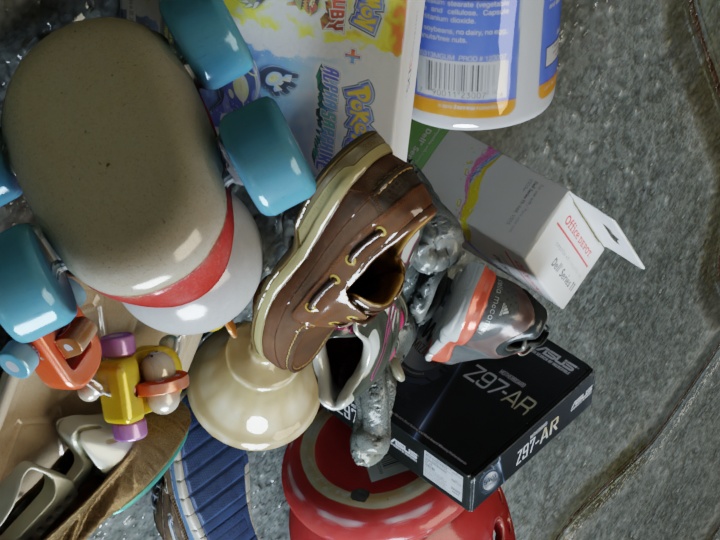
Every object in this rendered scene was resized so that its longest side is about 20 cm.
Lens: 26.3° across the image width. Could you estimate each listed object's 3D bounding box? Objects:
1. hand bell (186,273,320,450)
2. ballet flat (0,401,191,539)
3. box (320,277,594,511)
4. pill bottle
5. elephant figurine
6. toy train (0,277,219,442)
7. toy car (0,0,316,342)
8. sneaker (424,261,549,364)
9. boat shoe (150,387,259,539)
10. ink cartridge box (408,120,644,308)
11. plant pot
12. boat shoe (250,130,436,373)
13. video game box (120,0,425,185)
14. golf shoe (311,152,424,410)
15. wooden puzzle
[{"bbox_3d":[-0.064,0.045,1.080,0.104,0.104,0.200,-42,168,-25],"label":"hand bell"},{"bbox_3d":[-0.195,0.142,1.013,0.200,0.068,0.072,-44,131,-20],"label":"ballet flat"},{"bbox_3d":[0.069,0.090,1.280,0.160,0.200,0.044,-35,143,-31],"label":"box"},{"bbox_3d":[0.070,-0.198,0.943,0.112,0.112,0.201,-29,131,-39],"label":"pill bottle"},{"bbox_3d":[0.008,0.018,1.193,0.155,0.141,0.201,-35,142,-28],"label":"elephant figurine"},{"bbox_3d":[-0.139,0.022,0.985,0.200,0.055,0.151,-56,134,-41],"label":"toy train"},{"bbox_3d":[-0.119,-0.035,0.914,0.184,0.177,0.200,-28,153,0],"label":"toy car"},{"bbox_3d":[0.101,0.046,1.186,0.200,0.082,0.077,102,9,-86],"label":"sneaker"},{"bbox_3d":[-0.128,0.185,1.200,0.072,0.072,0.201,-27,111,-44],"label":"boat shoe"},{"bbox_3d":[0.121,-0.041,1.239,0.067,0.200,0.117,-55,148,-5],"label":"ink cartridge box"},{"bbox_3d":[0.028,0.209,1.338,0.200,0.200,0.183,-41,137,-25],"label":"plant pot"},{"bbox_3d":[-0.012,0.005,0.933,0.072,0.068,0.200,-39,164,-41],"label":"boat shoe"},{"bbox_3d":[-0.055,-0.140,0.925,0.047,0.181,0.201,-65,164,-52],"label":"video game box"},{"bbox_3d":[0.000,0.000,1.037,0.088,0.077,0.201,-66,159,-56],"label":"golf shoe"},{"bbox_3d":[-0.193,0.082,1.060,0.200,0.046,0.186,-2,119,-59],"label":"wooden puzzle"}]
